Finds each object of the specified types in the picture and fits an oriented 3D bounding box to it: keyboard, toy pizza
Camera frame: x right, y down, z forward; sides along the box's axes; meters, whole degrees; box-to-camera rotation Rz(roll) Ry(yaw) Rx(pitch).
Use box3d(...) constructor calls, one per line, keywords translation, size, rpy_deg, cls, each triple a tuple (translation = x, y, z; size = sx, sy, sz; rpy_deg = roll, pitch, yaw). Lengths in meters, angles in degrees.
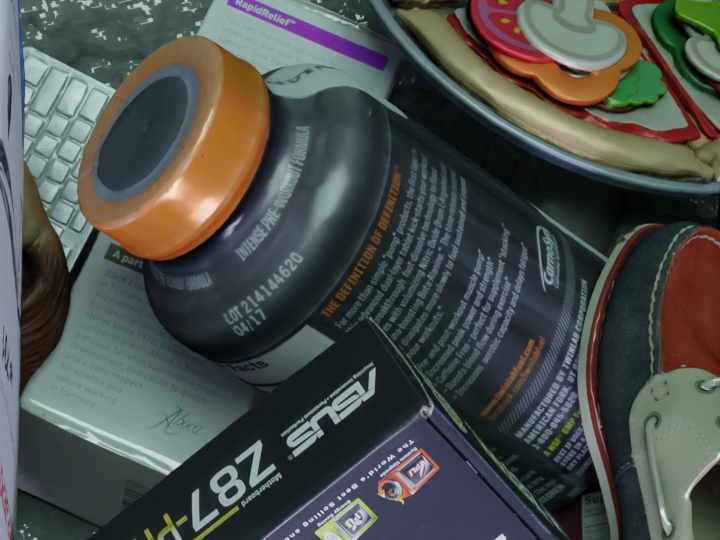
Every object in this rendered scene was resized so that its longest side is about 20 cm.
box3d(translation=(-0.146, 0.017, 0.934), size=(0.056, 0.011, 0.201), rpy_deg=(27, 82, 1), cls="keyboard")
box3d(translation=(0.092, -0.106, 0.970), size=(0.199, 0.032, 0.201), rpy_deg=(16, 40, -14), cls="toy pizza")

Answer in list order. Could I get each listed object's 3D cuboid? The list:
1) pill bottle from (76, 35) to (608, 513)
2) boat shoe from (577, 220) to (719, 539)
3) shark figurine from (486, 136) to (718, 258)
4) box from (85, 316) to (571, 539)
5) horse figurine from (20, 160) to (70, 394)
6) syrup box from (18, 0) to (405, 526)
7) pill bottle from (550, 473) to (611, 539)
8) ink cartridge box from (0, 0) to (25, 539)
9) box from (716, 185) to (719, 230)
box3d(translation=(0.000, 0.000, 0.864), size=(0.200, 0.106, 0.107), rpy_deg=(34, 56, -33), cls="pill bottle")
box3d(translation=(0.112, 0.072, 0.830), size=(0.071, 0.062, 0.201), rpy_deg=(20, 61, -30), cls="boat shoe")
box3d(translation=(0.069, -0.070, 0.986), size=(0.127, 0.089, 0.216), rpy_deg=(-12, 68, 25), cls="shark figurine")
box3d(translation=(-0.032, 0.124, 0.818), size=(0.200, 0.161, 0.049), rpy_deg=(-38, 52, 2), cls="box")
box3d(translation=(-0.169, -0.029, 0.901), size=(0.200, 0.050, 0.132), rpy_deg=(43, 70, 10), cls="horse figurine")
box3d(translation=(-0.055, -0.002, 0.958), size=(0.081, 0.079, 0.201), rpy_deg=(23, 62, 2), cls="syrup box")
box3d(translation=(0.109, 0.123, 0.913), size=(0.109, 0.110, 0.201), rpy_deg=(6, 63, -8), cls="pill bottle")
box3d(translation=(-0.148, 0.001, 0.788), size=(0.085, 0.147, 0.201), rpy_deg=(-1, 70, -6), cls="ink cartridge box")
box3d(translation=(0.219, 0.046, 0.865), size=(0.158, 0.046, 0.201), rpy_deg=(-11, 58, -2), cls="box")
